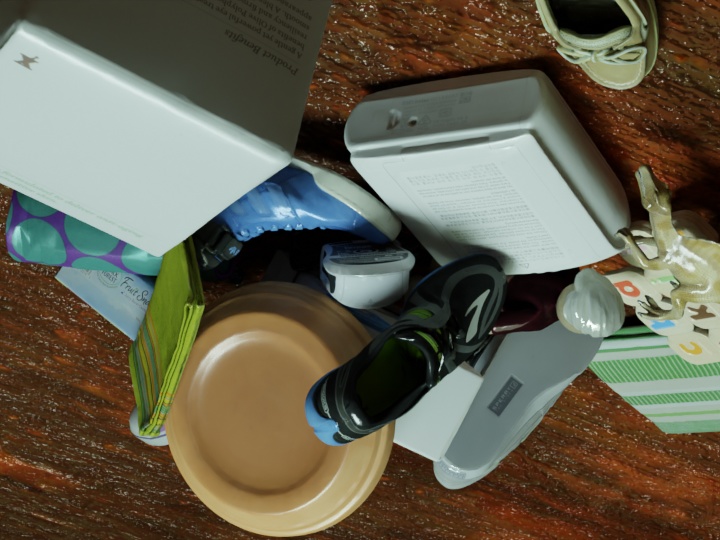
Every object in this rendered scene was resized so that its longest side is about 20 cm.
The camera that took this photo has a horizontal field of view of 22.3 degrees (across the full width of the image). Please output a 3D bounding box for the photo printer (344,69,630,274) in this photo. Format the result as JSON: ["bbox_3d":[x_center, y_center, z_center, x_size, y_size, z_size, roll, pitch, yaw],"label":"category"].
[{"bbox_3d":[0.104,-0.065,1.382,0.166,0.070,0.200,-6,147,31],"label":"photo printer"}]

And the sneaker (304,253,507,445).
[{"bbox_3d":[0.046,0.061,1.360,0.071,0.199,0.083,56,151,-11],"label":"sneaker"}]

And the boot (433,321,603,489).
[{"bbox_3d":[0.131,0.104,1.577,0.074,0.200,0.096,43,165,9],"label":"boot"}]

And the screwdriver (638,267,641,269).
[{"bbox_3d":[0.224,0.019,1.529,0.028,0.029,0.200,17,150,-9],"label":"screwdriver"}]

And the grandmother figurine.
[{"bbox_3d":[0.132,0.021,1.480,0.199,0.121,0.061,8,138,47],"label":"grandmother figurine"}]

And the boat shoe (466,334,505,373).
[{"bbox_3d":[0.117,0.094,1.655,0.073,0.068,0.200,-3,134,-26],"label":"boat shoe"}]

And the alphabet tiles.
[{"bbox_3d":[0.289,0.024,1.432,0.200,0.015,0.195,41,152,-20],"label":"alphabet tiles"}]

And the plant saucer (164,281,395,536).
[{"bbox_3d":[-0.071,0.110,1.423,0.199,0.201,0.037,-1,-178,24],"label":"plant saucer"}]

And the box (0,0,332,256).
[{"bbox_3d":[-0.156,-0.146,1.233,0.198,0.172,0.200,26,148,-23],"label":"box"}]

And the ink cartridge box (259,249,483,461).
[{"bbox_3d":[-0.005,0.068,1.548,0.144,0.085,0.200,27,-175,-23],"label":"ink cartridge box"}]

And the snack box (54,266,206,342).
[{"bbox_3d":[-0.156,0.051,1.591,0.200,0.053,0.142,34,-178,42],"label":"snack box"}]

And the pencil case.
[{"bbox_3d":[-0.194,-0.039,1.531,0.199,0.092,0.086,6,107,13],"label":"pencil case"}]

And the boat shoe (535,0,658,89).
[{"bbox_3d":[0.145,-0.173,1.178,0.073,0.063,0.201,1,149,20],"label":"boat shoe"}]

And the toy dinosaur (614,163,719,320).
[{"bbox_3d":[0.256,0.008,1.357,0.200,0.058,0.101,39,152,-15],"label":"toy dinosaur"}]

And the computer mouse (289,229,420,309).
[{"bbox_3d":[0.000,0.000,1.446,0.109,0.044,0.200,-3,-170,-3],"label":"computer mouse"}]

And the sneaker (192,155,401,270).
[{"bbox_3d":[-0.076,-0.040,1.412,0.199,0.112,0.077,27,178,-2],"label":"sneaker"}]

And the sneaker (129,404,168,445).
[{"bbox_3d":[-0.186,0.100,1.803,0.114,0.073,0.200,35,134,-29],"label":"sneaker"}]

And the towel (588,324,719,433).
[{"bbox_3d":[0.294,0.097,1.639,0.152,0.024,0.200,-8,149,36],"label":"towel"}]

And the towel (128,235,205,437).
[{"bbox_3d":[-0.153,0.045,1.413,0.018,0.086,0.200,-4,148,-21],"label":"towel"}]
